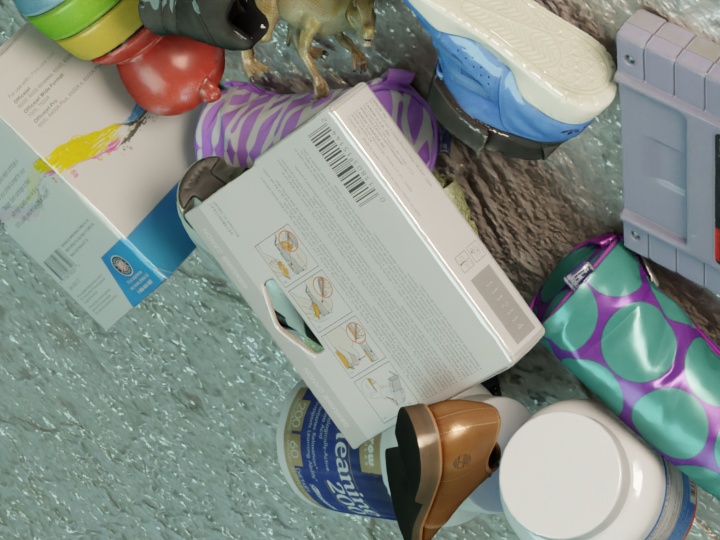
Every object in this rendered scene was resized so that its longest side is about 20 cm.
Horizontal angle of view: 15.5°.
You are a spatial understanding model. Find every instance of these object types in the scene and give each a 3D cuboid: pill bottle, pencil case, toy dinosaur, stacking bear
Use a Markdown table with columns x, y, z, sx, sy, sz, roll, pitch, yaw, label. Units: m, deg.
| x | y | z | sx | sy | sz | roll | pitch | yaw | label |
| --- | --- | --- | --- | --- | --- | --- | --- | --- | --- |
| 0.155 | 0.145 | 1.769 | 0.112 | 0.113 | 0.200 | 31 | -179 | 21 | pill bottle |
| 0.204 | 0.065 | 1.700 | 0.200 | 0.092 | 0.085 | 42 | -170 | -3 | pencil case |
| 0.037 | 0.127 | 1.916 | 0.199 | 0.111 | 0.111 | 2 | 133 | 53 | pill bottle |
| -0.051 | -0.178 | 1.740 | 0.199 | 0.058 | 0.102 | 28 | 134 | 33 | toy dinosaur |
| -0.169 | -0.192 | 1.807 | 0.200 | 0.114 | 0.121 | 48 | 154 | -22 | stacking bear |
| -0.032 | -0.091 | 1.796 | 0.199 | 0.084 | 0.086 | 0 | 94 | 51 | pencil case |

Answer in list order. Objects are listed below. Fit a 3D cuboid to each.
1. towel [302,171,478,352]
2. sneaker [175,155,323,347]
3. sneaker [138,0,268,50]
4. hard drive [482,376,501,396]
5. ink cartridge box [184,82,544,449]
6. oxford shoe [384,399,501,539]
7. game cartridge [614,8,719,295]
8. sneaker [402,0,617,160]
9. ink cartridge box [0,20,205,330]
| x | y | z | sx | sy | sz | roll | pitch | yaw | label |
| --- | --- | --- | --- | --- | --- | --- | --- | --- | --- |
| 0.017 | 0.012 | 1.831 | 0.199 | 0.036 | 0.149 | -10 | 108 | 46 | towel |
| -0.043 | 0.002 | 1.811 | 0.200 | 0.074 | 0.089 | 41 | 164 | 2 | sneaker |
| -0.086 | -0.226 | 1.660 | 0.090 | 0.076 | 0.201 | 23 | 136 | 19 | sneaker |
| 0.028 | 0.015 | 1.923 | 0.139 | 0.033 | 0.201 | 25 | 149 | 32 | hard drive |
| 0.000 | 0.000 | 1.717 | 0.201 | 0.045 | 0.176 | 54 | 138 | -4 | ink cartridge box |
| 0.057 | 0.137 | 1.755 | 0.200 | 0.071 | 0.072 | 110 | 146 | -68 | oxford shoe |
| 0.212 | -0.055 | 1.568 | 0.129 | 0.038 | 0.201 | 32 | 152 | 28 | game cartridge |
| 0.055 | -0.145 | 1.595 | 0.200 | 0.077 | 0.111 | 39 | 148 | -2 | sneaker |
| -0.192 | -0.090 | 1.939 | 0.200 | 0.145 | 0.147 | 45 | 153 | -6 | ink cartridge box |
